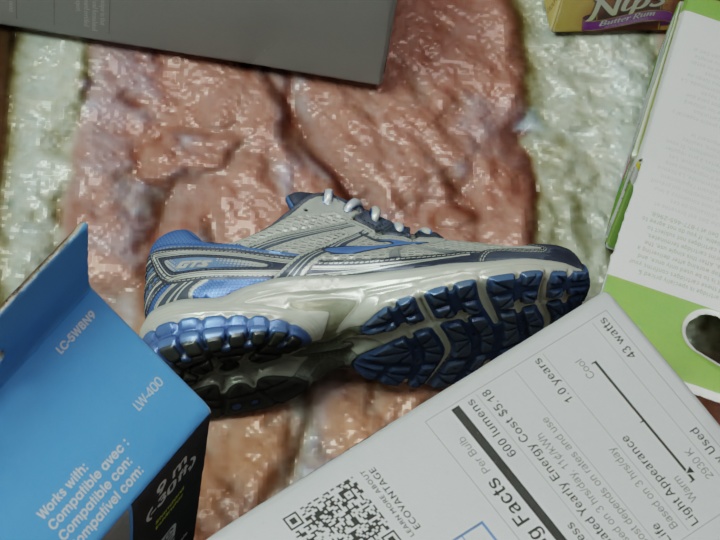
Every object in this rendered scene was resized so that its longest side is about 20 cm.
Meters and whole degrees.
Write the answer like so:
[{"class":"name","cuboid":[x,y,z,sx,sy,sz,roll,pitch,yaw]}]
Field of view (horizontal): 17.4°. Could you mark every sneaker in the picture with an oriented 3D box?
[{"class":"sneaker","cuboid":[0.000,0.000,1.009,0.199,0.077,0.086,-6,55,-12]}]

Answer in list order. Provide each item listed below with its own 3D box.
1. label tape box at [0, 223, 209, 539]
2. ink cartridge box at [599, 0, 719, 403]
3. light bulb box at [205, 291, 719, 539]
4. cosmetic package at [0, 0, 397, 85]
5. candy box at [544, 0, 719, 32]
[{"class":"label tape box","cuboid":[-0.122,0.099,0.845,0.063,0.200,0.144,33,60,13]},{"class":"ink cartridge box","cuboid":[0.181,-0.007,1.037,0.147,0.076,0.201,19,59,3]},{"class":"light bulb box","cuboid":[0.067,0.152,0.893,0.199,0.125,0.199,-30,67,-22]},{"class":"cosmetic package","cuboid":[-0.075,-0.163,1.092,0.198,0.090,0.107,6,55,-1]},{"class":"candy box","cuboid":[0.138,-0.214,1.170,0.116,0.057,0.201,-2,57,-9]}]
